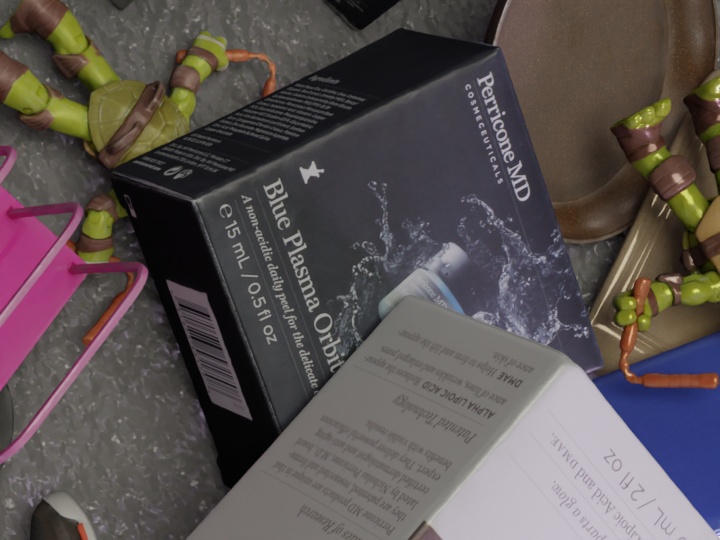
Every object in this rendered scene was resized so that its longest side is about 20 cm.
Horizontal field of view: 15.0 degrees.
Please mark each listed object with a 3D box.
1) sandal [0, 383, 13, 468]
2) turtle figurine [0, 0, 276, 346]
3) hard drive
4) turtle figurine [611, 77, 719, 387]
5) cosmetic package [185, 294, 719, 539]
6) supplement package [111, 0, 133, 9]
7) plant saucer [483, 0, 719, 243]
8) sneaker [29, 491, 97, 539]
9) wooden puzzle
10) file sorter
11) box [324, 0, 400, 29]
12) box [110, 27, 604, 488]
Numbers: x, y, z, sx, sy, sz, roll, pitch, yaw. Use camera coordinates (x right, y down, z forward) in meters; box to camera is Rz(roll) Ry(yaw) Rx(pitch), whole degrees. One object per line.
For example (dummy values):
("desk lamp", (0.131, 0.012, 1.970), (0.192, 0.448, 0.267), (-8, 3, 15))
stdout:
("sandal", (-0.261, 0.119, 1.446), (0.200, 0.043, 0.076), (-38, 95, -20))
("turtle figurine", (-0.140, -0.073, 1.507), (0.161, 0.064, 0.201), (36, 72, -11))
("hard drive", (0.190, 0.100, 1.551), (0.199, 0.025, 0.132), (-20, 48, -11))
("turtle figurine", (0.220, -0.027, 1.573), (0.199, 0.064, 0.162), (-22, 85, -4))
("cosmetic package", (0.043, 0.150, 1.376), (0.200, 0.165, 0.165), (-49, 118, -12))
("supplement package", (-0.109, -0.243, 1.472), (0.121, 0.200, 0.120), (46, 71, -7))
("plant saucer", (0.133, -0.117, 1.585), (0.199, 0.032, 0.202), (-17, 115, -40))
("sneaker", (-0.169, 0.219, 1.449), (0.081, 0.077, 0.202), (-4, 82, -13))
("wooden puzzle", (0.241, 0.007, 1.639), (0.184, 0.037, 0.201), (30, 82, -13))
("file sorter", (-0.227, -0.014, 1.375), (0.200, 0.125, 0.139), (43, 69, -20))
("box", (0.037, -0.240, 1.522), (0.104, 0.200, 0.148), (43, 71, -8))
("box", (0.000, 0.000, 1.489), (0.199, 0.117, 0.198), (-28, 110, -22))
